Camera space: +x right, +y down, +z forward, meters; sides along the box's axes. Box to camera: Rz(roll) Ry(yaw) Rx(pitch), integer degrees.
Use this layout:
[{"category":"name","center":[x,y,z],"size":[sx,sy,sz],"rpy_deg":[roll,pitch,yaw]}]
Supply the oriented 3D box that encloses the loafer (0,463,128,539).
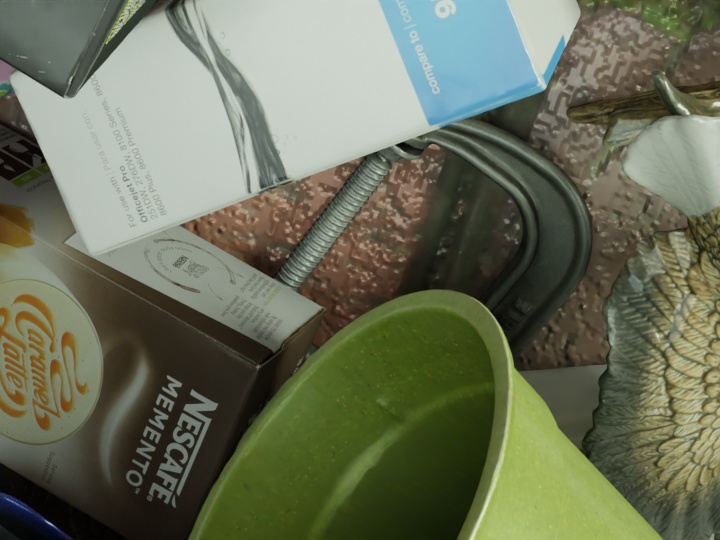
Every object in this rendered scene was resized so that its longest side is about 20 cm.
[{"category":"loafer","center":[-0.137,0.128,0.914],"size":[0.198,0.076,0.070],"rpy_deg":[20,143,4]}]

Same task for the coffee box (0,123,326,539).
[{"category":"coffee box","center":[-0.133,0.027,0.848],"size":[0.199,0.080,0.115],"rpy_deg":[28,114,10]}]

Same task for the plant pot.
[{"category":"plant pot","center":[0.052,0.143,0.747],"size":[0.190,0.201,0.200],"rpy_deg":[37,115,-25]}]

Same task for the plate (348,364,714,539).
[{"category":"plate","center":[0.072,0.143,0.854],"size":[0.198,0.032,0.202],"rpy_deg":[-3,109,-6]}]

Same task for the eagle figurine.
[{"category":"eagle figurine","center":[0.170,0.017,0.761],"size":[0.150,0.152,0.202],"rpy_deg":[-6,87,-17]}]

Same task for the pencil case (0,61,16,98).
[{"category":"pencil case","center":[-0.201,-0.099,0.765],"size":[0.087,0.200,0.088],"rpy_deg":[6,105,26]}]

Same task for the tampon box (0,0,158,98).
[{"category":"tampon box","center":[-0.113,-0.176,0.657],"size":[0.149,0.200,0.127],"rpy_deg":[30,113,-5]}]

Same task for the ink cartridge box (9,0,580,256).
[{"category":"ink cartridge box","center":[-0.022,-0.092,0.758],"size":[0.199,0.145,0.085],"rpy_deg":[-20,104,17]}]

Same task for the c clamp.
[{"category":"c clamp","center":[0.000,0.000,0.852],"size":[0.171,0.027,0.200],"rpy_deg":[43,113,-5]}]

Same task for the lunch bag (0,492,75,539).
[{"category":"lunch bag","center":[-0.131,0.187,0.800],"size":[0.170,0.200,0.128],"rpy_deg":[38,90,-20]}]
